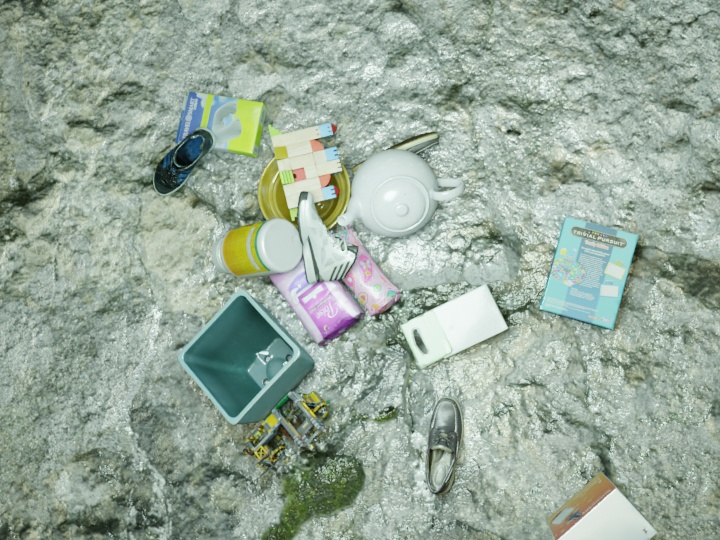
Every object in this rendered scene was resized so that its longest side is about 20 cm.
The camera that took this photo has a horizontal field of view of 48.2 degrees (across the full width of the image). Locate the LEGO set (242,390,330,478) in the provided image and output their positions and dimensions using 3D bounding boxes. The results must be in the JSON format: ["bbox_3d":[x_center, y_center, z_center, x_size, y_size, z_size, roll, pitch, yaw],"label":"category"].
[{"bbox_3d":[-0.133,0.345,1.656,0.200,0.154,0.116,-43,66,-2],"label":"LEGO set"}]

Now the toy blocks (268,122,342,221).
[{"bbox_3d":[-0.099,-0.215,1.660,0.137,0.100,0.200,-14,93,-2],"label":"toy blocks"}]

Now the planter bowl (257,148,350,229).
[{"bbox_3d":[-0.115,-0.164,1.739,0.200,0.083,0.201,-1,83,8],"label":"planter bowl"}]

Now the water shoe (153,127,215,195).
[{"bbox_3d":[-0.402,-0.238,1.767,0.072,0.079,0.200,44,113,-4],"label":"water shoe"}]

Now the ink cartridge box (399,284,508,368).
[{"bbox_3d":[0.196,0.118,1.676,0.200,0.059,0.104,-26,81,5],"label":"ink cartridge box"}]

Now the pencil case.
[{"bbox_3d":[0.000,0.000,1.705,0.087,0.087,0.200,-37,79,4],"label":"pencil case"}]

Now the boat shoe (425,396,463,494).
[{"bbox_3d":[0.170,0.361,1.652,0.072,0.065,0.200,9,85,11],"label":"boat shoe"}]

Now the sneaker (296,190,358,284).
[{"bbox_3d":[-0.064,-0.071,1.630,0.115,0.076,0.201,-6,116,3],"label":"sneaker"}]

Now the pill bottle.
[{"bbox_3d":[-0.224,-0.042,1.693,0.200,0.113,0.113,-8,81,46],"label":"pill bottle"}]

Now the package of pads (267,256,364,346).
[{"bbox_3d":[-0.096,0.051,1.720,0.120,0.076,0.200,-37,80,6],"label":"package of pads"}]

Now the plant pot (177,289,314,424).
[{"bbox_3d":[-0.209,0.189,1.651,0.196,0.200,0.196,-47,66,2],"label":"plant pot"}]

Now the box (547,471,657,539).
[{"bbox_3d":[0.452,0.484,1.529,0.152,0.200,0.106,-42,80,2],"label":"box"}]

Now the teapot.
[{"bbox_3d":[0.079,-0.148,1.647,0.197,0.146,0.200,29,106,-18],"label":"teapot"}]

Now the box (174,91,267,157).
[{"bbox_3d":[-0.320,-0.330,1.807,0.200,0.048,0.122,10,86,9],"label":"box"}]

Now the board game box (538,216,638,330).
[{"bbox_3d":[0.467,0.006,1.652,0.151,0.047,0.200,16,87,10],"label":"board game box"}]

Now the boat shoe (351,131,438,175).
[{"bbox_3d":[0.081,-0.237,1.730,0.200,0.073,0.065,-24,102,4],"label":"boat shoe"}]
